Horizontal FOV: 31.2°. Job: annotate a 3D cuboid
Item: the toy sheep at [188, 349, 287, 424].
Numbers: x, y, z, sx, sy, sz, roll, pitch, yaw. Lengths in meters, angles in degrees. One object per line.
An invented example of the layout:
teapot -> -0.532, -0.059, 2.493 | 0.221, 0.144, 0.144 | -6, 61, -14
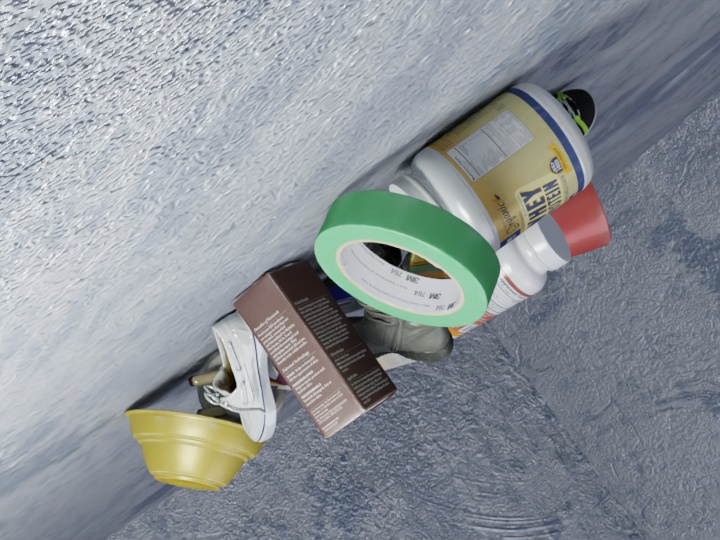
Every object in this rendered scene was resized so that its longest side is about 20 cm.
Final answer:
toy sheep -> -0.168, 0.164, 1.800 | 0.138, 0.138, 0.200 | -35, -174, -10

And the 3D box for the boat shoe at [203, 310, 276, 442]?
boat shoe -> -0.161, 0.145, 1.630 | 0.086, 0.075, 0.202 | -21, 131, -24

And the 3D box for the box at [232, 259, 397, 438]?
box -> -0.054, 0.092, 1.545 | 0.075, 0.200, 0.100 | -37, 173, 27

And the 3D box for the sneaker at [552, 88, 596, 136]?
sneaker -> 0.247, -0.190, 1.676 | 0.200, 0.072, 0.083 | -32, 171, -29

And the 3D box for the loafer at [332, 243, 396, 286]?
loafer -> 0.000, 0.000, 1.737 | 0.070, 0.068, 0.201 | -45, 179, -13

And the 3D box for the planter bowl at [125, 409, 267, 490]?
planter bowl -> -0.230, 0.252, 1.758 | 0.200, 0.084, 0.200 | 8, 164, 2

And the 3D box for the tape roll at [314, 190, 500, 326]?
tape roll -> 0.050, -0.010, 1.400 | 0.048, 0.200, 0.200 | -66, -174, -25

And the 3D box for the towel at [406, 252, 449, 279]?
towel -> 0.102, -0.050, 1.616 | 0.086, 0.018, 0.200 | -8, 119, -49

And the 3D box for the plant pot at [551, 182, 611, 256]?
plant pot -> 0.295, -0.093, 2.156 | 0.177, 0.201, 0.200 | -26, 173, -1

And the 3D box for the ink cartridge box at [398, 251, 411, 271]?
ink cartridge box -> 0.140, 0.002, 1.918 | 0.145, 0.084, 0.200 | -17, 172, -8

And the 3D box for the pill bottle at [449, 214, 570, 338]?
pill bottle -> 0.175, -0.001, 1.722 | 0.200, 0.112, 0.112 | -32, 175, 24

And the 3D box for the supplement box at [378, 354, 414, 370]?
supplement box -> -0.020, 0.110, 1.920 | 0.200, 0.074, 0.126 | -16, 156, 11

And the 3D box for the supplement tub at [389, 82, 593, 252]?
supplement tub -> 0.147, -0.104, 1.461 | 0.200, 0.144, 0.144 | -36, 173, -7

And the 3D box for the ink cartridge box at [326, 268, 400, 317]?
ink cartridge box -> -0.032, 0.049, 1.706 | 0.199, 0.041, 0.200 | -15, 164, 4

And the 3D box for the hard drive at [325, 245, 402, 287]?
hard drive -> -0.021, 0.030, 1.950 | 0.135, 0.042, 0.200 | -31, 171, -38

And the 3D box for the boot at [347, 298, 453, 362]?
boot -> 0.015, 0.058, 1.607 | 0.200, 0.068, 0.131 | -2, 146, 17

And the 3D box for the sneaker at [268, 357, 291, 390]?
sneaker -> -0.055, 0.127, 1.744 | 0.090, 0.075, 0.200 | -19, 165, 40
